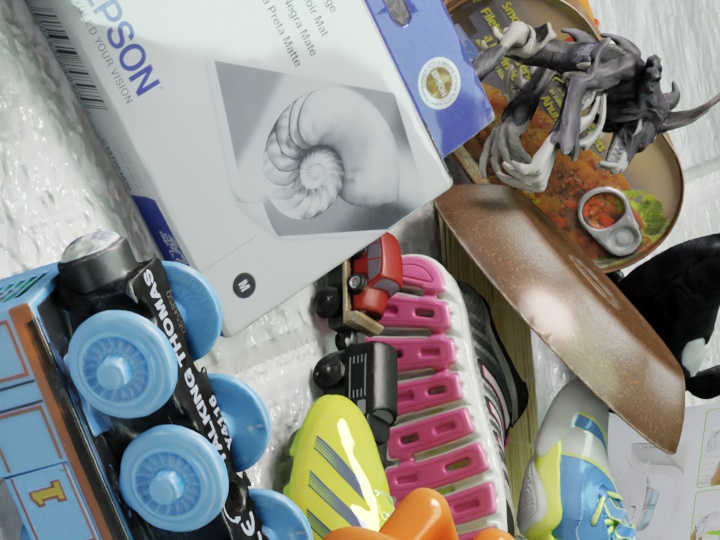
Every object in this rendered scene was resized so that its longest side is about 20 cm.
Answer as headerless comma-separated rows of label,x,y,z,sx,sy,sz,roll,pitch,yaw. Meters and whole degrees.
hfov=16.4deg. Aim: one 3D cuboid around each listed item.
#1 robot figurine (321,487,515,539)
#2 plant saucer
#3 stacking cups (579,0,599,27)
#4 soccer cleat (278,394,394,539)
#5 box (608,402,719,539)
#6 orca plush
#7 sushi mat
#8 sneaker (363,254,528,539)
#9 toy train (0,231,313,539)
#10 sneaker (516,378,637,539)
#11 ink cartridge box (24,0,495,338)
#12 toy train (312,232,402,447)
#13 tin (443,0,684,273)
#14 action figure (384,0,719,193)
robot figurine,-0.001,0.196,1.112,0.144,0.117,0.200,42,70,-13
plant saucer,0.120,0.017,1.399,0.200,0.037,0.200,45,9,-9
stacking cups,0.112,-0.205,1.594,0.200,0.060,0.061,65,31,-24
soccer cleat,0.008,0.157,1.226,0.065,0.084,0.200,24,58,-56
box,0.206,0.180,1.468,0.097,0.176,0.200,56,34,-40
orca plush,0.180,0.044,1.509,0.071,0.200,0.105,-39,94,-33
sushi mat,0.076,0.057,1.462,0.096,0.012,0.200,26,56,-54
sneaker,0.055,0.092,1.348,0.087,0.074,0.200,7,71,-59
toy train,-0.098,0.083,1.041,0.200,0.114,0.087,69,22,-13
sneaker,0.136,0.162,1.368,0.076,0.105,0.200,-35,135,-72
ink cartridge box,-0.035,-0.102,1.201,0.200,0.041,0.200,-37,114,-22
toy train,0.000,0.000,1.319,0.034,0.046,0.200,31,52,-52
tin,0.112,-0.087,1.472,0.200,0.112,0.042,54,20,-23
action figure,0.094,-0.093,1.386,0.119,0.200,0.102,164,-55,-88
